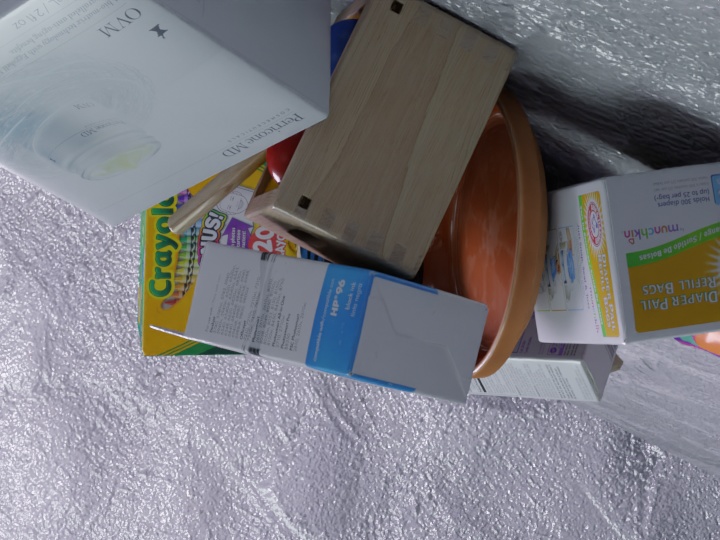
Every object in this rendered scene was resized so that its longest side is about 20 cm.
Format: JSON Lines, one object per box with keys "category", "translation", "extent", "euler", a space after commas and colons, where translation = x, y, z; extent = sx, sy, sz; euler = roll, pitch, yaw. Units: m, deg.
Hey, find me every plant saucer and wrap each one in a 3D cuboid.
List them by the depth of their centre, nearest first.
{"category": "plant saucer", "translation": [0.085, -0.027, 1.292], "extent": [0.032, 0.203, 0.200], "euler": [2, -178, -17]}

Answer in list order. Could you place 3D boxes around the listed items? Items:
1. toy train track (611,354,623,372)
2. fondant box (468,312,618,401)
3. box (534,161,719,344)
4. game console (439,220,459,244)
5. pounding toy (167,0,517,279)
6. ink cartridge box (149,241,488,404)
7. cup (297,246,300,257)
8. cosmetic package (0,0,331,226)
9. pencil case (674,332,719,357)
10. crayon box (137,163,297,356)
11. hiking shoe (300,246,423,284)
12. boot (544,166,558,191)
{"category": "toy train track", "translation": [0.165, 0.026, 1.706], "extent": [0.114, 0.033, 0.200], "euler": [-15, -128, -36]}
{"category": "fondant box", "translation": [0.120, 0.030, 1.560], "extent": [0.198, 0.145, 0.058], "euler": [2, 142, 30]}
{"category": "box", "translation": [0.185, -0.010, 1.213], "extent": [0.111, 0.103, 0.200], "euler": [-8, 180, -9]}
{"category": "game console", "translation": [0.126, -0.035, 1.461], "extent": [0.176, 0.031, 0.199], "euler": [22, -163, 39]}
{"category": "pounding toy", "translation": [-0.019, -0.082, 1.242], "extent": [0.141, 0.186, 0.200], "euler": [26, 175, -10]}
{"category": "ink cartridge box", "translation": [-0.031, 0.030, 1.220], "extent": [0.199, 0.069, 0.115], "euler": [10, 175, 45]}
{"category": "cup", "translation": [0.000, -0.034, 1.845], "extent": [0.199, 0.144, 0.200], "euler": [25, 174, 3]}
{"category": "cosmetic package", "translation": [-0.154, -0.146, 1.149], "extent": [0.198, 0.124, 0.199], "euler": [-24, 144, 35]}
{"category": "pencil case", "translation": [0.313, 0.034, 1.383], "extent": [0.088, 0.089, 0.199], "euler": [29, 172, -36]}
{"category": "crayon box", "translation": [-0.107, -0.035, 1.422], "extent": [0.117, 0.202, 0.058], "euler": [-1, -152, -10]}
{"category": "hiking shoe", "translation": [0.000, 0.000, 1.380], "extent": [0.074, 0.087, 0.201], "euler": [-2, -146, -11]}
{"category": "boot", "translation": [0.058, -0.086, 1.503], "extent": [0.137, 0.078, 0.200], "euler": [15, -173, -21]}
